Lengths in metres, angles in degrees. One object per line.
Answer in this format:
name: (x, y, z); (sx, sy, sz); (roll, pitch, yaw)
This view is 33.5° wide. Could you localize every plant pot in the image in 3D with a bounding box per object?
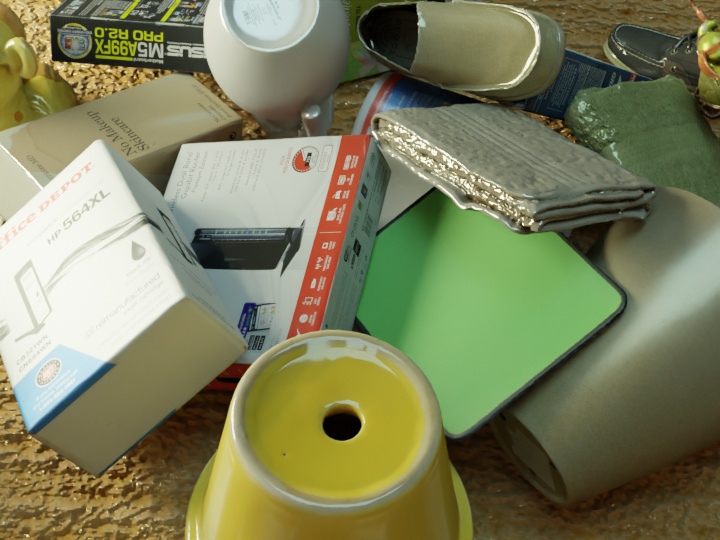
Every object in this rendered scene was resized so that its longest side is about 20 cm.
plant pot: (0.195, 0.074, 0.876); (0.199, 0.188, 0.187); (-37, 59, -15)
plant pot: (-0.018, 0.148, 0.776); (0.198, 0.190, 0.203); (2, 50, -3)

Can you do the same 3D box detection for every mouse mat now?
mouse mat: (0.078, 0.014, 0.872); (0.160, 0.008, 0.200); (-37, 47, -3)

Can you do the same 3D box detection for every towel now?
towel: (0.262, -0.098, 1.037); (0.199, 0.036, 0.150); (-17, 75, -48)
towel: (0.111, -0.079, 0.887); (0.131, 0.035, 0.200); (-7, 30, -31)

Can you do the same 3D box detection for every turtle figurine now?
turtle figurine: (0.336, -0.151, 1.062); (0.064, 0.162, 0.201); (-30, 34, 11)

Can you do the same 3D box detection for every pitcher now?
pitcher: (-0.056, -0.160, 1.013); (0.120, 0.200, 0.173); (-27, 77, -6)

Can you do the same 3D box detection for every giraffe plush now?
giraffe plush: (-0.332, -0.159, 1.034); (0.170, 0.163, 0.201); (-12, 51, -14)

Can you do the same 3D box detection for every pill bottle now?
pill bottle: (0.096, -0.091, 1.037); (0.198, 0.113, 0.113); (21, 51, 13)

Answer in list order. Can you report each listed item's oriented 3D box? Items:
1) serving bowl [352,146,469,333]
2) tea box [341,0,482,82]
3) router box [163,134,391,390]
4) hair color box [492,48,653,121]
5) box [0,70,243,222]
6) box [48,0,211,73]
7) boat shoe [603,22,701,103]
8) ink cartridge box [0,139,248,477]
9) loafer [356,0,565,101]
serving bowl: (0.000, 0.000, 0.966); (0.197, 0.066, 0.202); (-10, 57, 15)
tea box: (-0.005, -0.312, 1.204); (0.195, 0.135, 0.201); (-18, 53, -18)
router box: (-0.083, -0.006, 0.927); (0.177, 0.049, 0.202); (-1, 60, 25)
hair color box: (0.168, -0.172, 1.066); (0.099, 0.061, 0.199); (30, 17, 36)
box: (-0.206, -0.091, 1.019); (0.199, 0.078, 0.095); (-28, 55, -37)
box: (-0.194, -0.241, 1.142); (0.158, 0.045, 0.201); (5, 26, 0)
boat shoe: (0.337, -0.205, 1.179); (0.200, 0.066, 0.072); (31, 54, 21)
ink cartridge box: (-0.191, 0.022, 0.874); (0.146, 0.084, 0.200); (-41, 48, 4)
loafer: (0.074, -0.181, 0.970); (0.198, 0.077, 0.068); (12, 10, 42)
